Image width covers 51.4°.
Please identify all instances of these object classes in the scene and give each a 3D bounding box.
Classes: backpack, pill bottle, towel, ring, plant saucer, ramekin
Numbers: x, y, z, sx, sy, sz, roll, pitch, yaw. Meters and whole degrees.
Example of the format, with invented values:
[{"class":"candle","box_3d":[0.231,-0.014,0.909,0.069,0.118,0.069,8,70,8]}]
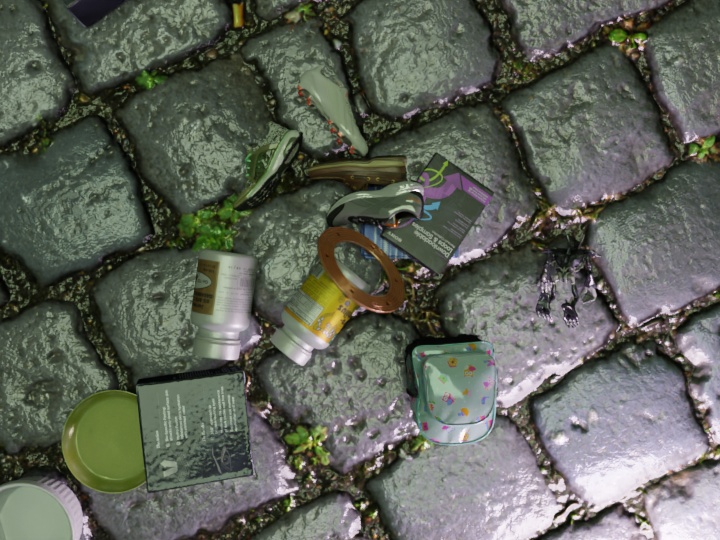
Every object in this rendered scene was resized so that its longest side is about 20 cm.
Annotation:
[{"class":"backpack","box_3d":[0.179,0.235,1.439,0.175,0.153,0.201,-3,97,-8]},{"class":"pill bottle","box_3d":[-0.264,0.064,1.432,0.114,0.114,0.201,8,90,-3]},{"class":"pill bottle","box_3d":[-0.081,0.079,1.442,0.113,0.113,0.200,38,88,-2]},{"class":"towel","box_3d":[0.099,-0.094,1.499,0.199,0.024,0.146,0,88,-4]},{"class":"ring","box_3d":[0.000,0.000,1.397,0.200,0.200,0.019,44,121,-2]},{"class":"plant saucer","box_3d":[-0.479,0.332,1.464,0.199,0.031,0.202,0,91,-4]},{"class":"ramekin","box_3d":[-0.627,0.488,1.420,0.199,0.105,0.202,0,90,-3]}]

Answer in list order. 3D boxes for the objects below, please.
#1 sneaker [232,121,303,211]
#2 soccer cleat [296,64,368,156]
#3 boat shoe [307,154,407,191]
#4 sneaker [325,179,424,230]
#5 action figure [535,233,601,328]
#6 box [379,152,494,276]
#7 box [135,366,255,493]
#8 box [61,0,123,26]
[{"class":"sneaker","box_3d":[-0.197,-0.206,1.465,0.088,0.077,0.200,34,83,11]},{"class":"soccer cleat","box_3d":[-0.041,-0.314,1.467,0.077,0.069,0.200,-39,90,-6]},{"class":"boat shoe","box_3d":[-0.007,-0.185,1.457,0.199,0.072,0.068,-2,102,11]},{"class":"sneaker","box_3d":[0.027,-0.112,1.431,0.199,0.074,0.080,-13,72,16]},{"class":"action figure","box_3d":[0.403,0.021,1.472,0.118,0.102,0.200,10,48,24]},{"class":"box","box_3d":[0.150,-0.110,1.474,0.143,0.036,0.201,34,86,-2]},{"class":"box","box_3d":[-0.312,0.293,1.413,0.199,0.117,0.198,-6,90,-15]},{"class":"box","box_3d":[-0.511,-0.609,1.408,0.200,0.117,0.197,-35,92,-3]}]
